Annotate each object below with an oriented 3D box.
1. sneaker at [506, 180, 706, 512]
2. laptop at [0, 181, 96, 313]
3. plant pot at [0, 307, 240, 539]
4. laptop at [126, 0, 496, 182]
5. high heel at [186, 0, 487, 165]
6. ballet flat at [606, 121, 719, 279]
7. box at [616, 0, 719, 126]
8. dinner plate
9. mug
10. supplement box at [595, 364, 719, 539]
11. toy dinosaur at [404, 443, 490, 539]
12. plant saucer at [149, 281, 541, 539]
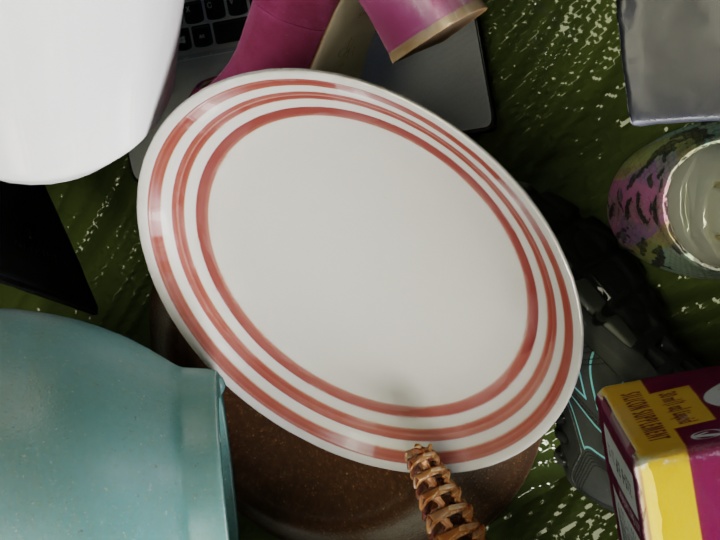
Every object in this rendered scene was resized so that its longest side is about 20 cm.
[{"bbox_3d":[0.101,0.050,0.886,0.200,0.075,0.079,49,119,9],"label":"sneaker"},{"bbox_3d":[-0.239,-0.057,0.941,0.199,0.187,0.117,1,79,26],"label":"laptop"},{"bbox_3d":[-0.118,0.108,0.911,0.133,0.200,0.201,-6,100,-1],"label":"plant pot"},{"bbox_3d":[-0.064,-0.137,0.901,0.186,0.116,0.201,-7,98,28],"label":"laptop"},{"bbox_3d":[-0.037,-0.108,0.879,0.200,0.067,0.096,-28,90,51],"label":"high heel"},{"bbox_3d":[0.183,-0.023,0.831,0.199,0.071,0.069,4,104,26],"label":"ballet flat"},{"bbox_3d":[0.185,-0.116,0.736,0.147,0.200,0.105,-2,101,25],"label":"box"},{"bbox_3d":[0.000,0.000,0.876,0.199,0.024,0.201,17,134,19],"label":"dinner plate"},{"bbox_3d":[-0.139,-0.129,0.863,0.153,0.149,0.187,91,162,-51],"label":"mug"},{"bbox_3d":[0.195,0.085,0.776,0.199,0.131,0.104,-10,97,1],"label":"supplement box"},{"bbox_3d":[0.029,0.178,0.920,0.135,0.102,0.201,-5,81,-5],"label":"toy dinosaur"},{"bbox_3d":[-0.015,0.043,0.956,0.200,0.037,0.201,7,107,24],"label":"plant saucer"}]
